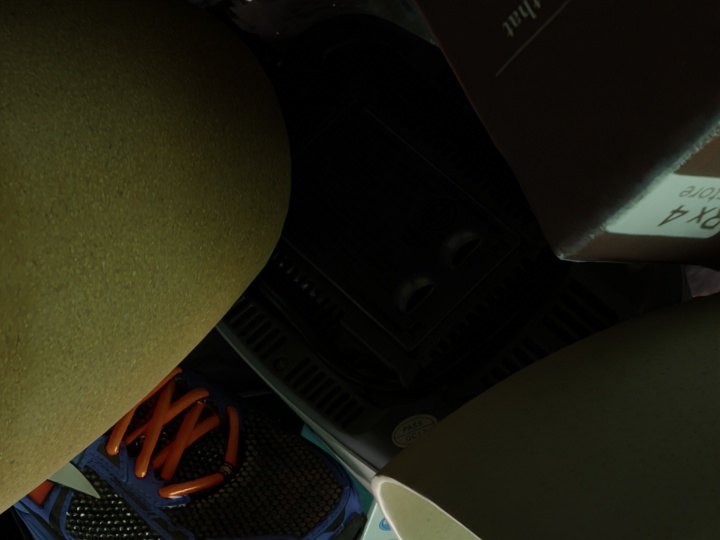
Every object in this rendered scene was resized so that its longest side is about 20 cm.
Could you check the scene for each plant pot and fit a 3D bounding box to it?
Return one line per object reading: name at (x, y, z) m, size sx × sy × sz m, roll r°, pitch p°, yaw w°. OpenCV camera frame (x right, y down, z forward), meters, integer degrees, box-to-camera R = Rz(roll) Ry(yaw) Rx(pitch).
plant pot at (0.118, 0.079, 0.694) m, size 0.134 × 0.200 × 0.200 m, roll -44°, pitch 158°, yaw -10°
plant pot at (-0.115, -0.016, 0.731) m, size 0.186 × 0.187 × 0.200 m, roll -46°, pitch 164°, yaw 33°

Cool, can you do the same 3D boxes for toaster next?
toaster at (0.024, 0.013, 0.853) m, size 0.114 × 0.200 × 0.129 m, roll -45°, pitch 146°, yaw -8°

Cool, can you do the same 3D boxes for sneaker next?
sneaker at (-0.088, 0.040, 0.843) m, size 0.075 × 0.199 × 0.079 m, roll -52°, pitch 155°, yaw -34°

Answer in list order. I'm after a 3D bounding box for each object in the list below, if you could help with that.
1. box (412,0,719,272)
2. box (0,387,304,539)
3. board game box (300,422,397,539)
box at (0.104, -0.126, 0.691) m, size 0.166 × 0.200 × 0.164 m, roll 1°, pitch 142°, yaw -49°
box at (-0.087, 0.154, 1.131) m, size 0.196 × 0.124 × 0.200 m, roll -10°, pitch 150°, yaw -40°
board game box at (0.021, 0.141, 1.040) m, size 0.151 × 0.047 × 0.201 m, roll -7°, pitch 128°, yaw -40°
